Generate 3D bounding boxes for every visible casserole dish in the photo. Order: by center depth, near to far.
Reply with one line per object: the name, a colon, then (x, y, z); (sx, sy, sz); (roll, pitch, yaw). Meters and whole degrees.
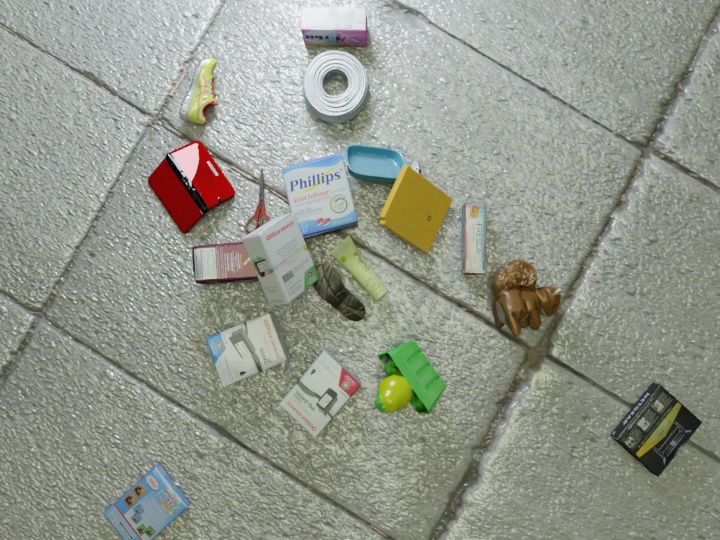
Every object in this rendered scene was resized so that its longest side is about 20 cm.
casserole dish: (0.041, -0.300, 1.700); (0.195, 0.039, 0.123); (3, 53, -15)

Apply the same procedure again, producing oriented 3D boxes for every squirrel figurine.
squirrel figurine: (0.467, 0.065, 1.668); (0.182, 0.141, 0.205); (-16, 90, -7)

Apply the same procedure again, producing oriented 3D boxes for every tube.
tube: (0.000, 0.000, 1.718); (0.058, 0.052, 0.201); (-32, 80, -41)

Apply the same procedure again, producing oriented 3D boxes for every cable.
cable: (-0.074, -0.534, 1.730); (0.197, 0.069, 0.204); (25, 88, 2)

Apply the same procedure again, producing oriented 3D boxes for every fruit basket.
fruit basket: (0.112, 0.320, 1.645); (0.210, 0.156, 0.221); (2, 78, -11)

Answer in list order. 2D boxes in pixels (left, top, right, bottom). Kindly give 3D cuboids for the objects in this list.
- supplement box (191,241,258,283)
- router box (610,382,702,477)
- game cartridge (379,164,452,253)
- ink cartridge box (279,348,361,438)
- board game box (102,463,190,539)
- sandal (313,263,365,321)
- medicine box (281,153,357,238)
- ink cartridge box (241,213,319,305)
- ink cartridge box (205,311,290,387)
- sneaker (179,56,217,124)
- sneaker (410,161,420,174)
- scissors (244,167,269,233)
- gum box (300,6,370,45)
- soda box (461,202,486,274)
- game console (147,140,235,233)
supplement box: (-0.359, -0.020, 1.679); (0.195, 0.131, 0.106); (-4, 87, 1)
router box: (0.835, 0.448, 1.685); (0.157, 0.052, 0.201); (41, 88, 3)
game cartridge: (0.155, -0.170, 1.675); (0.198, 0.032, 0.179); (29, 84, -34)
ink cartridge box: (-0.113, 0.347, 1.682); (0.145, 0.083, 0.201); (41, 88, 2)
board game box: (-0.608, 0.678, 1.695); (0.199, 0.037, 0.152); (-40, 88, -1)
sandal: (-0.063, 0.064, 1.715); (0.199, 0.055, 0.082); (42, 94, -12)
medicine box: (-0.114, -0.206, 1.699); (0.178, 0.103, 0.205); (-14, 88, 0)
ink cartridge box: (-0.214, -0.031, 1.612); (0.083, 0.144, 0.204); (-6, 112, 40)
ink cartridge box: (-0.316, 0.221, 1.690); (0.196, 0.084, 0.147); (-22, 88, -1)
sneaker: (-0.451, -0.519, 1.737); (0.089, 0.078, 0.204); (22, 93, -7)
sneaker: (0.124, -0.221, 1.717); (0.079, 0.075, 0.205); (16, 87, 10)
scissors: (-0.284, -0.195, 1.746); (0.071, 0.014, 0.205); (15, 87, 4)
gum box: (-0.069, -0.700, 1.715); (0.195, 0.114, 0.068); (2, 87, 1)
soda box: (0.326, -0.090, 1.707); (0.062, 0.068, 0.206); (1, 88, 0)
game console: (-0.495, -0.246, 1.747); (0.171, 0.119, 0.202); (-35, 88, -32)
